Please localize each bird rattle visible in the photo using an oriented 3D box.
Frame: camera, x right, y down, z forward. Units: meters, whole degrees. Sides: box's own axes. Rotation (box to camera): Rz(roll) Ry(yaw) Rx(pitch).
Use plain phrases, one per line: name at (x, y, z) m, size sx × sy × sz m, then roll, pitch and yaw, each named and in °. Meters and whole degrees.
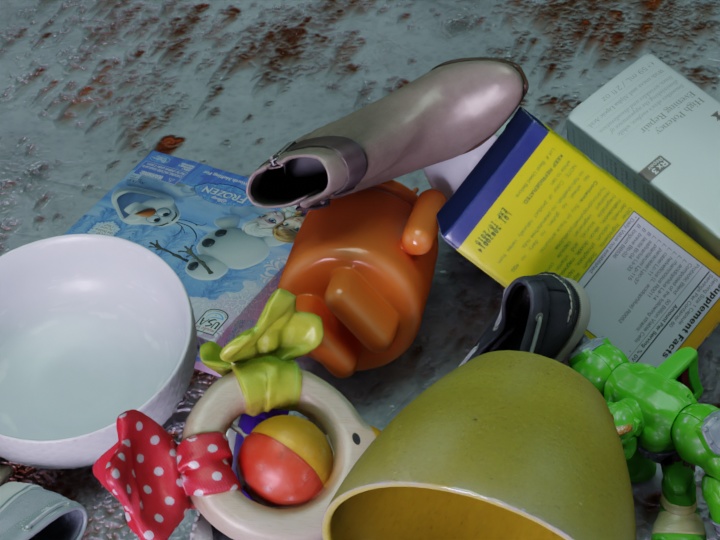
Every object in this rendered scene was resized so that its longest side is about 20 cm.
bird rattle at (-0.073, 0.116, 1.212) m, size 0.163 × 0.113 × 0.200 m, roll 34°, pitch 51°, yaw 5°

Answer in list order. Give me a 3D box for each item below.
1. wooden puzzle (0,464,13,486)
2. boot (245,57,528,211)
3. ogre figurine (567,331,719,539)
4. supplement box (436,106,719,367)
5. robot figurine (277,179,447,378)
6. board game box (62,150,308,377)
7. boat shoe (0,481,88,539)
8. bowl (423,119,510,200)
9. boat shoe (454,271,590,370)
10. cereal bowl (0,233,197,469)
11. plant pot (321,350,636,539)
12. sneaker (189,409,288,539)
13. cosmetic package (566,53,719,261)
wooden puzzle at (-0.365, 0.131, 1.272) m, size 0.200 × 0.037 × 0.185 m, roll 30°, pitch 20°, yaw 4°
boot at (0.013, -0.094, 1.359) m, size 0.200 × 0.070 × 0.146 m, roll -25°, pitch 2°, yaw 41°
ogre figurine at (0.199, 0.117, 1.256) m, size 0.098 × 0.120 × 0.200 m, roll -17°, pitch 39°, yaw -14°
supplement box at (0.167, -0.014, 1.333) m, size 0.200 × 0.109 × 0.110 m, roll 38°, pitch 8°, yaw -6°
robot figurine at (-0.002, 0.001, 1.426) m, size 0.117 × 0.144 × 0.200 m, roll 13°, pitch 33°, yaw 4°
board game box at (-0.147, -0.012, 1.523) m, size 0.200 × 0.043 × 0.199 m, roll 16°, pitch 45°, yaw 25°
boat shoe at (-0.251, 0.217, 1.225) m, size 0.071 × 0.070 × 0.201 m, roll 6°, pitch 36°, yaw 23°
bowl at (0.120, -0.062, 1.483) m, size 0.090 × 0.201 × 0.201 m, roll -54°, pitch 44°, yaw 11°
boat shoe at (0.080, 0.083, 1.266) m, size 0.063 × 0.200 × 0.073 m, roll 15°, pitch 26°, yaw -49°
cereal bowl at (-0.218, 0.071, 1.381) m, size 0.200 × 0.083 × 0.200 m, roll -4°, pitch 50°, yaw 4°
plant pot at (0.092, 0.136, 1.158) m, size 0.200 × 0.200 × 0.142 m, roll 10°, pitch 54°, yaw 19°
sneaker at (-0.057, 0.162, 1.282) m, size 0.099 × 0.070 × 0.200 m, roll 8°, pitch 44°, yaw 6°
cosmetic package at (0.267, -0.076, 1.442) m, size 0.102 × 0.074 × 0.200 m, roll -39°, pitch 56°, yaw -16°
